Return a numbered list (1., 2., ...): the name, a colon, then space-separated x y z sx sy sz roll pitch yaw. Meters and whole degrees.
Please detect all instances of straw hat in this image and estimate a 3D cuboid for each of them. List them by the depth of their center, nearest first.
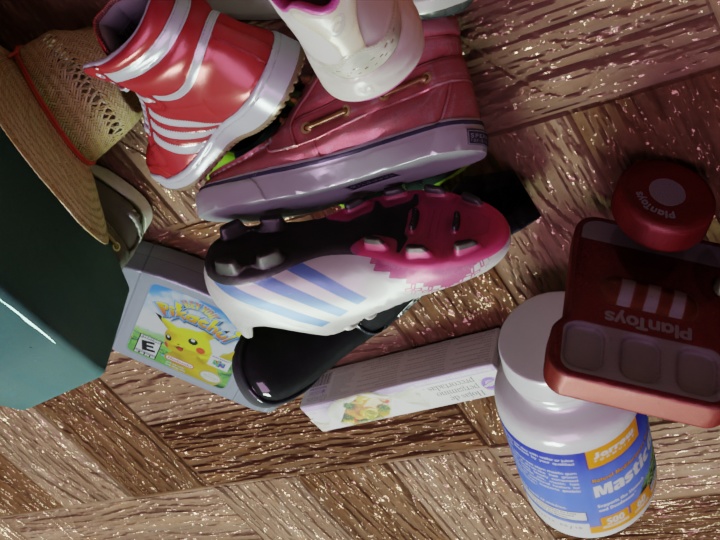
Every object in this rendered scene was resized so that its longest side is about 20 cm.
1. straw hat: -0.190 -0.119 0.779 0.085 0.201 0.202 -36 126 -2

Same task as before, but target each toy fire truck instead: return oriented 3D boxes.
1. toy fire truck: 0.223 0.034 0.758 0.198 0.169 0.113 14 140 3

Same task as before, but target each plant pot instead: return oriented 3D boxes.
1. plant pot: -0.268 -0.001 0.823 0.140 0.142 0.200 -23 128 27

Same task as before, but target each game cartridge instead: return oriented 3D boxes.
1. game cartridge: -0.141 0.046 1.000 0.198 0.041 0.134 23 135 -8

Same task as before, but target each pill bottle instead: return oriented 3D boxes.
1. pill bottle: 0.165 0.111 0.899 0.111 0.113 0.201 -1 140 20

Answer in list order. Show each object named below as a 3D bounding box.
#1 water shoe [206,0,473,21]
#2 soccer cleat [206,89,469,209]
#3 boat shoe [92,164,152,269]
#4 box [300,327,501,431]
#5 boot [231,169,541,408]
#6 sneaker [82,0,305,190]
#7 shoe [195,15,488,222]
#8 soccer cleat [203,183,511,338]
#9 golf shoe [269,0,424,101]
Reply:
1. water shoe: -0.026 -0.191 0.688 0.198 0.072 0.080 3 110 17
2. soccer cleat: -0.021 -0.085 0.794 0.198 0.068 0.082 -3 123 22
3. boat shoe: -0.256 -0.069 0.890 0.201 0.061 0.072 32 137 -17
4. box: 0.039 0.095 0.988 0.199 0.042 0.039 -17 130 32
5. boot: 0.015 0.013 0.819 0.199 0.165 0.066 -32 95 45
6. sneaker: -0.122 -0.114 0.714 0.112 0.072 0.200 24 157 -22
7. shoe: -0.020 -0.093 0.733 0.198 0.092 0.071 -14 171 24
8. soccer cleat: 0.000 0.000 0.745 0.198 0.070 0.087 -6 135 13
9. golf shoe: -0.033 -0.184 0.596 0.075 0.201 0.091 -33 158 11
